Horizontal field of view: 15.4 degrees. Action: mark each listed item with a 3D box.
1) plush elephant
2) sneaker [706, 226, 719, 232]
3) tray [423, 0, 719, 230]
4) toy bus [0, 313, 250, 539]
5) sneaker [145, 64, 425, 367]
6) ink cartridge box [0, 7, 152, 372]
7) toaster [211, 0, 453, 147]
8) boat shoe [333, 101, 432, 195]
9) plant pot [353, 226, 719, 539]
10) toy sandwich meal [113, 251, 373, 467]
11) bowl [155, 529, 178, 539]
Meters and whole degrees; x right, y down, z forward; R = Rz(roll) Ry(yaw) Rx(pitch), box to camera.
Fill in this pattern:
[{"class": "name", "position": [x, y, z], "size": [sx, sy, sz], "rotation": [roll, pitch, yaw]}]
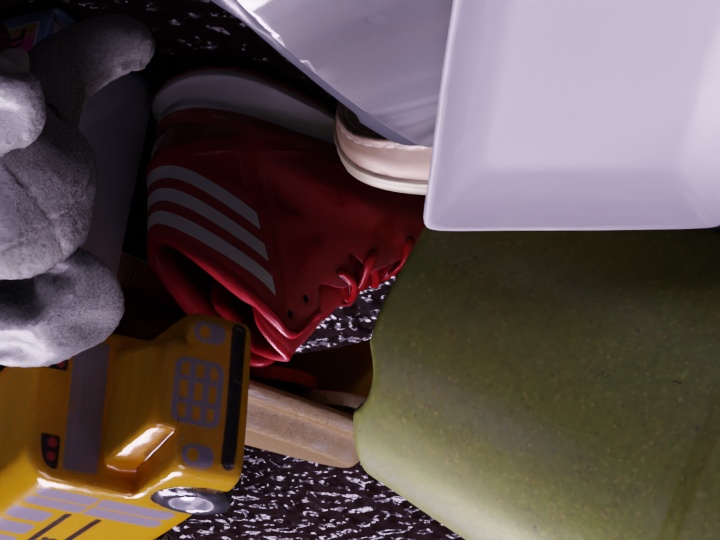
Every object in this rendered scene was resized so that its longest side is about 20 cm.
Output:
[{"class": "plush elephant", "position": [-0.147, -0.057, 0.936], "size": [0.154, 0.201, 0.165], "rotation": [16, 146, 15]}, {"class": "sneaker", "position": [0.187, -0.050, 0.997], "size": [0.199, 0.075, 0.082], "rotation": [-11, 148, 32]}, {"class": "tray", "position": [0.078, -0.068, 0.836], "size": [0.106, 0.022, 0.200], "rotation": [0, 153, -3]}, {"class": "toy bus", "position": [-0.110, 0.072, 1.034], "size": [0.078, 0.066, 0.200], "rotation": [14, 156, -22]}, {"class": "sneaker", "position": [0.000, 0.000, 1.097], "size": [0.198, 0.116, 0.078], "rotation": [15, 151, -12]}, {"class": "ink cartridge box", "position": [-0.194, -0.017, 1.097], "size": [0.199, 0.137, 0.076], "rotation": [-12, 145, 32]}, {"class": "toaster", "position": [0.023, -0.130, 0.862], "size": [0.128, 0.114, 0.200], "rotation": [-16, 144, 31]}, {"class": "boat shoe", "position": [0.075, -0.083, 0.979], "size": [0.199, 0.072, 0.065], "rotation": [-15, 149, 19]}, {"class": "plant pot", "position": [0.105, 0.055, 1.013], "size": [0.183, 0.201, 0.201], "rotation": [25, 158, 23]}, {"class": "toy sandwich meal", "position": [-0.075, 0.028, 1.157], "size": [0.204, 0.071, 0.205], "rotation": [16, 173, 2]}, {"class": "bowl", "position": [-0.174, 0.146, 1.433], "size": [0.199, 0.095, 0.201], "rotation": [6, 151, 3]}]
